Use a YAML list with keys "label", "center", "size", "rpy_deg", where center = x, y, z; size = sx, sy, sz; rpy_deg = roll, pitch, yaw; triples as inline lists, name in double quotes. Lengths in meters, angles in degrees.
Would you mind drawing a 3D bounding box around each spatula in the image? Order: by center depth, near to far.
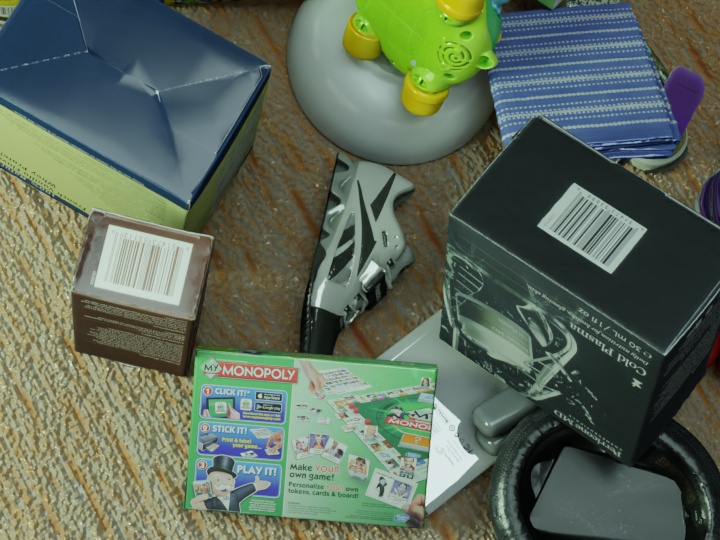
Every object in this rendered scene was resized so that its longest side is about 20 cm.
- label: "spatula"
  center: [0.230, -0.091, 1.554]
  size: [0.056, 0.200, 0.021]
  rpy_deg: [13, 35, -45]

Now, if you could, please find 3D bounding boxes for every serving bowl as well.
- label: "serving bowl"
  center: [0.036, -0.198, 1.590]
  size: [0.199, 0.066, 0.201]
  rpy_deg: [2, 75, -7]

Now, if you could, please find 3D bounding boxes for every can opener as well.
- label: "can opener"
  center: [0.174, 0.080, 1.523]
  size: [0.200, 0.053, 0.067]
  rpy_deg: [-30, 49, -14]

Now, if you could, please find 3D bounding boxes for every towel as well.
- label: "towel"
  center: [0.180, -0.157, 1.511]
  size: [0.144, 0.024, 0.200]
  rpy_deg: [-5, 43, -2]

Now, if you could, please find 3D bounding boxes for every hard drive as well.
- label: "hard drive"
  center: [0.093, 0.098, 1.537]
  size: [0.200, 0.027, 0.132]
  rpy_deg: [-36, 83, -15]

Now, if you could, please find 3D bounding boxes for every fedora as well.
- label: "fedora"
  center: [0.201, 0.201, 1.490]
  size: [0.200, 0.092, 0.201]
  rpy_deg: [1, 73, -4]

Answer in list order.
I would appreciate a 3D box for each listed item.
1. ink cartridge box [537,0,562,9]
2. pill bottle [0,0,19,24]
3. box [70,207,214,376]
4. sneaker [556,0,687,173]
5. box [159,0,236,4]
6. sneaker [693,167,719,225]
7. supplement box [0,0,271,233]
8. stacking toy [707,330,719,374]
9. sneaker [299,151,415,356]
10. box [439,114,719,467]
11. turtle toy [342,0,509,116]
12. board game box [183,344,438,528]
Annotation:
- label: "ink cartridge box"
  center: [0.137, -0.347, 1.601]
  size: [0.200, 0.084, 0.146]
  rpy_deg: [36, 51, 10]
- label: "pill bottle"
  center: [-0.297, -0.293, 1.499]
  size: [0.111, 0.200, 0.112]
  rpy_deg: [2, 74, -8]
- label: "box"
  center: [-0.175, 0.022, 1.430]
  size: [0.100, 0.200, 0.075]
  rpy_deg: [13, 71, -5]
- label: "sneaker"
  center: [0.243, -0.190, 1.603]
  size: [0.077, 0.089, 0.200]
  rpy_deg: [-27, 80, -14]
- label: "box"
  center: [-0.122, -0.278, 1.565]
  size: [0.199, 0.064, 0.070]
  rpy_deg: [-1, 75, 7]
- label: "sneaker"
  center: [0.350, -0.001, 1.507]
  size: [0.080, 0.083, 0.200]
  rpy_deg: [-29, 75, -16]
- label: "supplement box"
  center: [-0.196, -0.127, 1.467]
  size: [0.200, 0.200, 0.135]
  rpy_deg: [30, 73, 1]
- label: "stacking toy"
  center: [0.361, 0.073, 1.562]
  size: [0.199, 0.085, 0.086]
  rpy_deg: [7, 74, 2]
- label: "sneaker"
  center: [0.000, 0.000, 1.526]
  size: [0.088, 0.074, 0.201]
  rpy_deg: [14, 74, -2]
- label: "box"
  center: [0.176, 0.019, 1.406]
  size: [0.200, 0.197, 0.124]
  rpy_deg: [34, 66, 19]
- label: "turtle toy"
  center: [0.050, -0.238, 1.506]
  size: [0.101, 0.146, 0.200]
  rpy_deg: [-28, 65, -36]
- label: "board game box"
  center: [-0.041, 0.137, 1.473]
  size: [0.199, 0.029, 0.135]
  rpy_deg: [5, 95, 0]
